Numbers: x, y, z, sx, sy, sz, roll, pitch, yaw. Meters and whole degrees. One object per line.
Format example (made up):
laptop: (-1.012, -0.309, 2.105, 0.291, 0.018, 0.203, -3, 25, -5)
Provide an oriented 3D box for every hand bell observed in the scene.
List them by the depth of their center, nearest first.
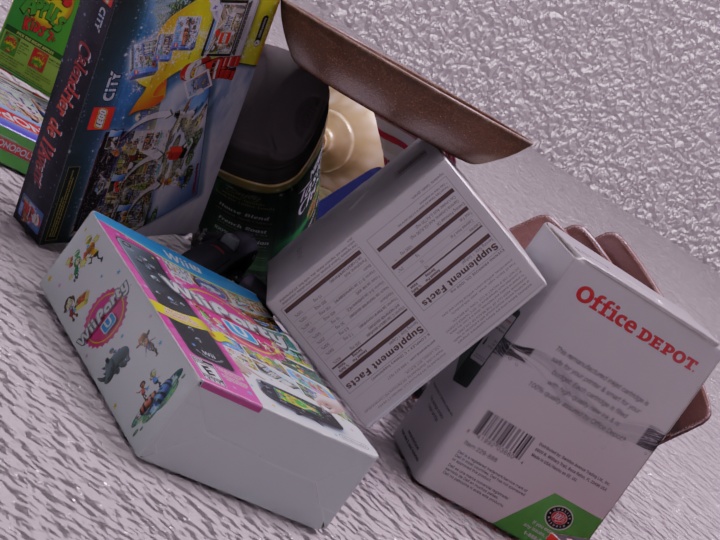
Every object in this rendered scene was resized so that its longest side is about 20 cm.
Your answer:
hand bell: (-0.043, -0.113, 1.844, 0.104, 0.104, 0.200, 38, 13, 13)

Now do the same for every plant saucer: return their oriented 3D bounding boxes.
plant saucer: (0.024, -0.123, 1.477, 0.200, 0.037, 0.200, 29, 7, -4)

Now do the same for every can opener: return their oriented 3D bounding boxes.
can opener: (-0.108, 0.006, 1.509, 0.078, 0.064, 0.200, 24, 9, 12)

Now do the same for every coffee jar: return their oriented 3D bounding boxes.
coffee jar: (-0.074, -0.076, 1.612, 0.085, 0.104, 0.200, 20, -29, 7)

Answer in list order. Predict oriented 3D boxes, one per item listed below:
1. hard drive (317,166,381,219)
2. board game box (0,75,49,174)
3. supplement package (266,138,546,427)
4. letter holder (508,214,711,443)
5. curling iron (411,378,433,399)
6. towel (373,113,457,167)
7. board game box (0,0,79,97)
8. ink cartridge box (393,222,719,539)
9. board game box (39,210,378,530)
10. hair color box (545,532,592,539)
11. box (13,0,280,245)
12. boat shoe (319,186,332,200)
hard drive: (0.000, 0.000, 1.699, 0.025, 0.132, 0.200, 61, -5, -35)
board game box: (-0.278, -0.119, 1.614, 0.200, 0.029, 0.135, 27, 13, -38)
supplement package: (0.027, 0.001, 1.498, 0.111, 0.156, 0.200, 51, 4, -8)
letter holder: (0.198, 0.052, 1.818, 0.101, 0.142, 0.200, 65, 1, -63)
curling iron: (0.044, 0.084, 1.686, 0.050, 0.026, 0.200, 44, 3, -7)
towel: (0.050, -0.053, 1.756, 0.144, 0.023, 0.201, -134, -153, -57)
board game box: (-0.191, -0.167, 1.705, 0.200, 0.102, 0.048, 31, 14, 23)
ink cartridge box: (0.143, 0.089, 1.559, 0.146, 0.200, 0.084, 32, 11, -21)
board game box: (-0.097, 0.060, 1.324, 0.147, 0.064, 0.200, 28, 13, -38)
hair color box: (0.190, 0.237, 1.453, 0.101, 0.061, 0.200, 41, 12, 31)
box: (-0.144, -0.113, 1.456, 0.136, 0.200, 0.038, -5, 38, -42)
boat shoe: (-0.068, -0.044, 1.819, 0.200, 0.068, 0.075, 26, 16, -49)
